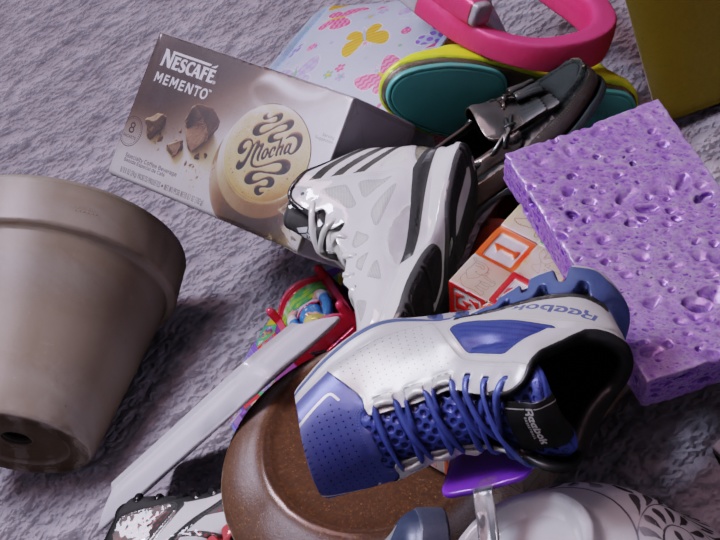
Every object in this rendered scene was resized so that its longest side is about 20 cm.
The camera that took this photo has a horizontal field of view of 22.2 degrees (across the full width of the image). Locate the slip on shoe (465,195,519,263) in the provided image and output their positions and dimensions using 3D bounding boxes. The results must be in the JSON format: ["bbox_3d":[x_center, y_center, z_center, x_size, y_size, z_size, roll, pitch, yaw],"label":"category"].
[{"bbox_3d":[0.099,-0.006,1.247,0.074,0.061,0.200,10,56,45],"label":"slip on shoe"}]

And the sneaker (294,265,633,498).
[{"bbox_3d":[0.061,0.067,0.980,0.198,0.081,0.115,-23,18,1],"label":"sneaker"}]

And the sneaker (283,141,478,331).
[{"bbox_3d":[0.000,0.000,1.168,0.114,0.076,0.201,3,49,20],"label":"sneaker"}]

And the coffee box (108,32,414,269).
[{"bbox_3d":[-0.073,-0.086,1.308,0.199,0.080,0.114,23,93,38],"label":"coffee box"}]

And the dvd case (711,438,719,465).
[{"bbox_3d":[0.297,0.104,0.970,0.150,0.025,0.200,-37,34,-3],"label":"dvd case"}]

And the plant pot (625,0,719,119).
[{"bbox_3d":[0.276,-0.252,1.286,0.175,0.201,0.201,-8,41,18],"label":"plant pot"}]

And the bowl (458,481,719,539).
[{"bbox_3d":[0.104,0.180,0.985,0.200,0.094,0.201,-23,35,17],"label":"bowl"}]

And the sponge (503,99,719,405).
[{"bbox_3d":[0.175,-0.015,1.104,0.111,0.030,0.201,-18,51,-11],"label":"sponge"}]

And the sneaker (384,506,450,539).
[{"bbox_3d":[-0.015,0.204,0.980,0.070,0.081,0.201,-95,25,-63],"label":"sneaker"}]

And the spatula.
[{"bbox_3d":[0.066,0.149,0.953,0.056,0.021,0.201,-17,38,22],"label":"spatula"}]

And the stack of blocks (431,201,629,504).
[{"bbox_3d":[0.108,0.041,1.121,0.115,0.059,0.200,28,57,25],"label":"stack of blocks"}]

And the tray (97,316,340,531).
[{"bbox_3d":[-0.101,0.097,1.231,0.200,0.022,0.107,-42,-2,34],"label":"tray"}]

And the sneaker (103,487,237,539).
[{"bbox_3d":[-0.106,0.172,1.185,0.200,0.071,0.098,-34,56,3],"label":"sneaker"}]

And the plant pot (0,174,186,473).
[{"bbox_3d":[-0.242,0.051,1.389,0.199,0.200,0.175,-12,56,32],"label":"plant pot"}]

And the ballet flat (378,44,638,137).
[{"bbox_3d":[0.103,-0.131,1.318,0.198,0.067,0.067,4,35,-16],"label":"ballet flat"}]

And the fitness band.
[{"bbox_3d":[0.098,-0.208,1.341,0.143,0.038,0.200,-11,42,-38],"label":"fitness band"}]

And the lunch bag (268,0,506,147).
[{"bbox_3d":[0.008,-0.114,1.404,0.169,0.128,0.200,-2,36,37],"label":"lunch bag"}]

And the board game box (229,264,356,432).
[{"bbox_3d":[-0.027,0.033,1.299,0.199,0.039,0.159,-16,37,42],"label":"board game box"}]

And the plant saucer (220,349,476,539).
[{"bbox_3d":[0.009,0.114,1.133,0.199,0.037,0.201,-4,48,5],"label":"plant saucer"}]

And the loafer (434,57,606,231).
[{"bbox_3d":[0.081,-0.080,1.248,0.200,0.063,0.072,-43,22,-3],"label":"loafer"}]
